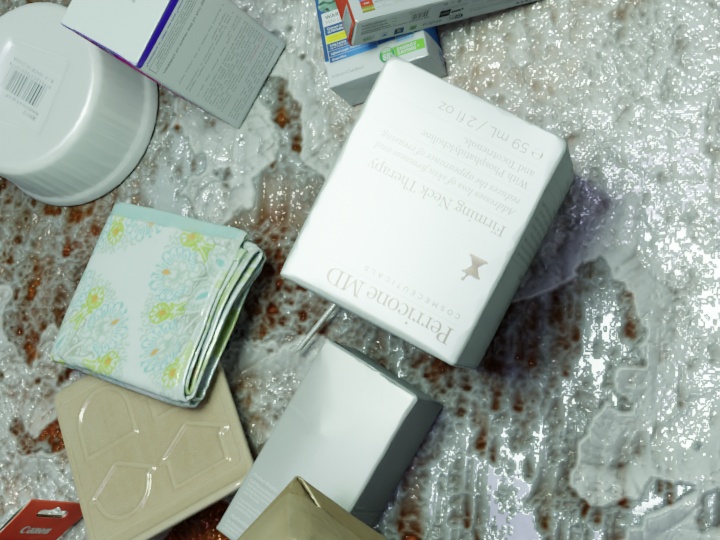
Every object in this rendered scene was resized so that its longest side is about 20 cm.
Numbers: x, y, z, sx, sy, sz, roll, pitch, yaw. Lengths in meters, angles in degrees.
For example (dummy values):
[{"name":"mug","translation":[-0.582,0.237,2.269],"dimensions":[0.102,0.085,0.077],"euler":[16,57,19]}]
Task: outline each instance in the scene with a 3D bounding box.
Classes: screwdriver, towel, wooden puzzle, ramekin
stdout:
[{"name":"screwdriver","translation":[0.000,0.000,1.264],"dimensions":[0.028,0.029,0.200],"euler":[42,92,25]},{"name":"towel","translation":[-0.197,0.029,1.308],"dimensions":[0.199,0.048,0.172],"euler":[13,73,37]},{"name":"wooden puzzle","translation":[-0.193,0.159,1.302],"dimensions":[0.184,0.046,0.201],"euler":[-30,56,15]},{"name":"ramekin","translation":[-0.316,-0.174,1.401],"dimensions":[0.199,0.098,0.202],"euler":[-5,77,22]}]

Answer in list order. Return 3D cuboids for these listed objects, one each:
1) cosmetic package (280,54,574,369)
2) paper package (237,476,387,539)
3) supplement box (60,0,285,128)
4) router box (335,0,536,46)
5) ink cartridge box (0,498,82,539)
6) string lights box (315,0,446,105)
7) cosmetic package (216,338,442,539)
[{"name":"cosmetic package","translation":[0.063,-0.042,1.158],"dimensions":[0.166,0.166,0.201],"euler":[27,91,11]},{"name":"paper package","translation":[-0.042,0.302,1.110],"dimensions":[0.190,0.104,0.200],"euler":[37,111,-12]},{"name":"supplement box","translation":[-0.171,-0.224,1.294],"dimensions":[0.101,0.200,0.104],"euler":[30,93,26]},{"name":"router box","translation":[0.060,-0.315,1.244],"dimensions":[0.198,0.049,0.181],"euler":[-15,75,-10]},{"name":"ink cartridge box","translation":[-0.337,0.305,1.304],"dimensions":[0.200,0.109,0.050],"euler":[-46,66,8]},{"name":"string lights box","translation":[0.010,-0.270,1.302],"dimensions":[0.102,0.059,0.202],"euler":[-16,74,19]},{"name":"cosmetic package","translation":[-0.026,0.173,1.213],"dimensions":[0.106,0.090,0.201],"euler":[33,90,24]}]
